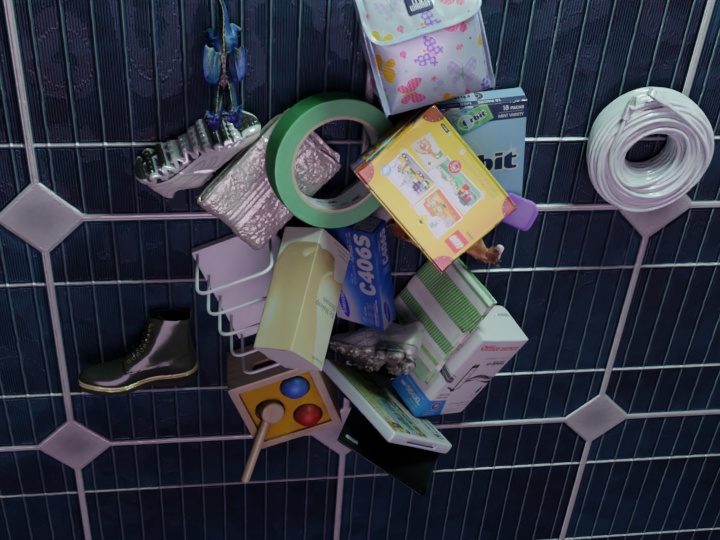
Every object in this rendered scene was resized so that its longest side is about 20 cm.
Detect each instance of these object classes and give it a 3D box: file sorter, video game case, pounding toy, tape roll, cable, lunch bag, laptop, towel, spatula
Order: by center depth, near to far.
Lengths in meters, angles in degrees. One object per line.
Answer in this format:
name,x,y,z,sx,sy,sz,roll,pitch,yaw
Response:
lunch bag,0.081,-0.333,1.403,0.169,0.127,0.200,-15,121,-1
tape roll,-0.039,-0.163,1.520,0.200,0.048,0.201,-10,117,-20
towel,-0.133,-0.135,1.539,0.200,0.034,0.133,-47,121,3
spatula,0.183,-0.108,1.597,0.200,0.021,0.057,13,130,-18
cable,0.451,-0.189,1.607,0.200,0.069,0.200,20,122,-23
file sorter,-0.169,0.051,1.650,0.139,0.125,0.200,-19,128,6
towel,0.125,0.073,1.712,0.023,0.153,0.200,0,134,-50
video game case,0.044,0.232,1.743,0.023,0.200,0.182,-54,142,10
pounding toy,-0.147,0.235,1.781,0.200,0.142,0.184,-18,127,4
laptop,0.038,0.301,1.788,0.177,0.200,0.103,35,76,-6

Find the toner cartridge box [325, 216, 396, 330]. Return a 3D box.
toner cartridge box,0.000,0.000,1.661,0.095,0.043,0.200,16,133,28

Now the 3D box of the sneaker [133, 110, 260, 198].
sneaker,-0.232,-0.171,1.513,0.200,0.075,0.081,-23,141,11

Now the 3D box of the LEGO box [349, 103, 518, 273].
LEGO box,0.106,-0.122,1.488,0.149,0.077,0.200,-40,104,5

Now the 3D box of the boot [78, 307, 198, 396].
boot,-0.376,0.128,1.715,0.200,0.077,0.138,-9,125,-19

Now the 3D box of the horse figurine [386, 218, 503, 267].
horse figurine,0.134,-0.065,1.598,0.200,0.050,0.133,1,143,-6

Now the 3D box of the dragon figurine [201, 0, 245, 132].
dragon figurine,-0.188,-0.290,1.403,0.059,0.099,0.200,-2,127,-9

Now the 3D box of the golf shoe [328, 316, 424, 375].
golf shoe,0.030,0.119,1.743,0.200,0.097,0.078,5,146,43

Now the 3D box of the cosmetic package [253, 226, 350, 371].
cosmetic package,-0.087,0.043,1.561,0.071,0.200,0.105,2,160,29

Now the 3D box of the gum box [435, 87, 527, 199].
gum box,0.167,-0.177,1.583,0.170,0.045,0.200,-7,129,-4

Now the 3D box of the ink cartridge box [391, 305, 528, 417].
ink cartridge box,0.173,0.157,1.779,0.146,0.084,0.200,3,133,-49
